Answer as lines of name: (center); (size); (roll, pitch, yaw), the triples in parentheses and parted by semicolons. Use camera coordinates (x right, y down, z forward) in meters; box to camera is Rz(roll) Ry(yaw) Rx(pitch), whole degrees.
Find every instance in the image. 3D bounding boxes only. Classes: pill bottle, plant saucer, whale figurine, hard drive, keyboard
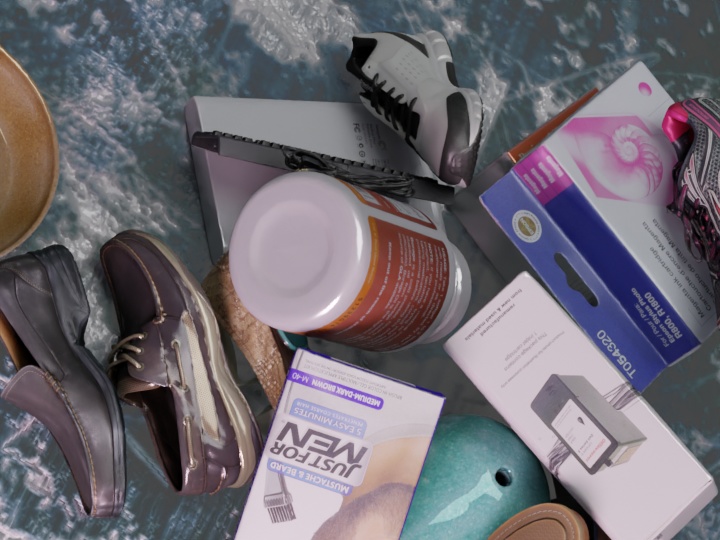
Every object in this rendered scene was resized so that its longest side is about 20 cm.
pill bottle: (0.000, 0.000, 1.623); (0.200, 0.112, 0.113); (18, 54, -60)
plant saucer: (-0.309, -0.087, 1.576); (0.199, 0.035, 0.201); (13, 62, -26)
whale figurine: (0.055, 0.182, 1.621); (0.200, 0.104, 0.160); (-30, 85, -36)
hard drive: (-0.033, -0.067, 1.737); (0.199, 0.027, 0.133); (0, 68, -31)
keyboard: (-0.020, -0.076, 1.660); (0.199, 0.127, 0.021); (10, 95, -28)

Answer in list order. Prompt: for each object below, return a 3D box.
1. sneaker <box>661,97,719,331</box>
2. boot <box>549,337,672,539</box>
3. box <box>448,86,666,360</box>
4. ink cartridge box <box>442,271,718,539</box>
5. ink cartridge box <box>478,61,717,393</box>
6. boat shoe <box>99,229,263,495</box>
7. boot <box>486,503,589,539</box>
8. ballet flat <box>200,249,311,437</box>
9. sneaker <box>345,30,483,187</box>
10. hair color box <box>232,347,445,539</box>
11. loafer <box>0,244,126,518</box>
sneaker: (0.270, -0.039, 1.706); (0.074, 0.081, 0.201); (6, 58, -13)
boot: (0.194, 0.133, 1.747); (0.097, 0.075, 0.201); (9, 80, -38)
box: (0.187, -0.022, 1.801); (0.124, 0.097, 0.200); (-36, 88, -37)
ink cartridge box: (0.162, 0.109, 1.623); (0.084, 0.145, 0.200); (-42, 77, 2)
ink cartridge box: (0.216, -0.036, 1.739); (0.197, 0.043, 0.200); (51, 51, -1)
boat shoe: (-0.138, 0.065, 1.582); (0.073, 0.074, 0.201); (-20, 78, -36)
boot: (0.149, 0.236, 1.608); (0.154, 0.201, 0.074); (-2, 43, -38)
ballet flat: (-0.057, 0.079, 1.628); (0.070, 0.065, 0.201); (8, 50, -61)
sneaker: (0.040, -0.124, 1.730); (0.079, 0.074, 0.200); (5, 27, -18)
hair color box: (-0.024, 0.164, 1.541); (0.109, 0.065, 0.201); (18, 89, -2)
loafer: (-0.212, 0.080, 1.539); (0.072, 0.073, 0.201); (-10, 64, -25)
